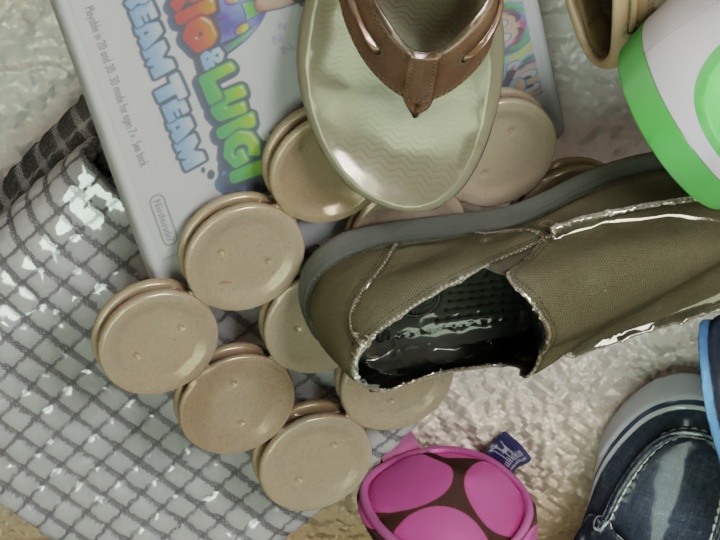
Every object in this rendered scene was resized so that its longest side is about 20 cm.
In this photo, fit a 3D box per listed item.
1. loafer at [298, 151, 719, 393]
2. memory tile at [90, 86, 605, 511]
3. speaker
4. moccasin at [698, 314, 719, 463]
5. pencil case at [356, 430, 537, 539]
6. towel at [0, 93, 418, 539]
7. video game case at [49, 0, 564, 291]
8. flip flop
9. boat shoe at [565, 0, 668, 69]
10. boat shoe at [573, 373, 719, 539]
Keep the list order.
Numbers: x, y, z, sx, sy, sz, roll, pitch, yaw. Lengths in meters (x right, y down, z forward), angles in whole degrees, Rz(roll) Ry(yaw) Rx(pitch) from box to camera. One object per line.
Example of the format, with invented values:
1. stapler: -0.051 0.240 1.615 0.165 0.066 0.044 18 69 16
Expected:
1. loafer: 0.077 0.011 1.128 0.199 0.070 0.075 -14 128 3
2. memory tile: 0.000 0.000 1.166 0.200 0.017 0.153 -44 127 11
3. speaker: 0.194 -0.102 1.051 0.200 0.089 0.088 -32 115 25
4. moccasin: 0.205 0.083 1.251 0.068 0.081 0.200 -12 137 25
5. pencil case: 0.035 0.172 1.330 0.091 0.094 0.200 -22 133 -31
6. towel: -0.091 0.036 1.250 0.200 0.086 0.166 36 115 -23
7. video game case: -0.020 -0.096 1.114 0.182 0.024 0.200 -23 131 -8
8. flip flop: 0.024 -0.108 1.054 0.081 0.058 0.200 13 121 -4
9. boat shoe: 0.088 -0.162 1.072 0.064 0.071 0.200 -32 126 -14
10. boat shoe: 0.125 0.145 1.291 0.071 0.091 0.201 15 126 -3
